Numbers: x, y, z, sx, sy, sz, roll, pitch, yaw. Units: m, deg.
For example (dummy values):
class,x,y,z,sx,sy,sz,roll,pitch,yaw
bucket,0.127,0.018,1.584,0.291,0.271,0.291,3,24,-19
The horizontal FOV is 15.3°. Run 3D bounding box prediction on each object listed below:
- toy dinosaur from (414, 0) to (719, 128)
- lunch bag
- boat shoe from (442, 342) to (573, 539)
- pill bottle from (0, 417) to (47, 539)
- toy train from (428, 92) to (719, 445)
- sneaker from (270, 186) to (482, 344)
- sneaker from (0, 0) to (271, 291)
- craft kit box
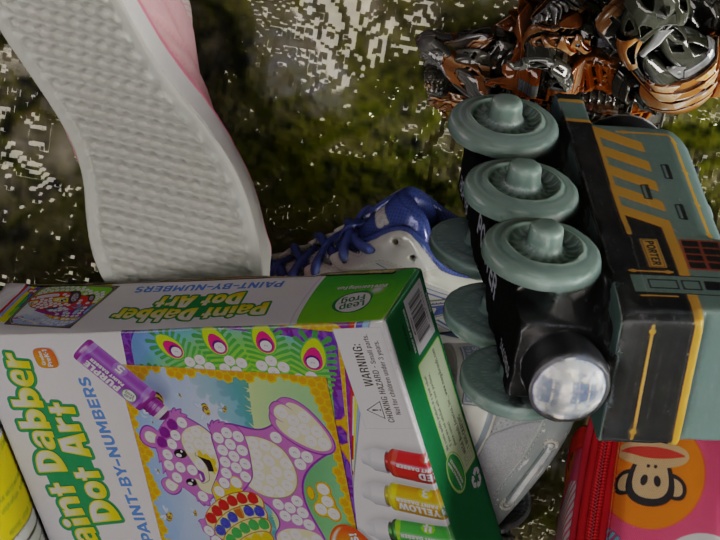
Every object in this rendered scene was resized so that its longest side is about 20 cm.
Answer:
class,x,y,z,sx,sy,sz,roll,pitch,yaw
toy dinosaur,0.121,-0.113,1.128,0.199,0.102,0.136,-20,129,-1
lunch bag,0.123,0.115,1.133,0.081,0.200,0.177,8,75,6
boat shoe,0.041,0.101,1.180,0.071,0.070,0.201,12,145,-12
pill bottle,-0.188,0.127,1.153,0.109,0.109,0.201,-13,110,12
toy train,0.092,-0.004,1.059,0.113,0.200,0.086,4,120,-8
sneaker,0.000,0.000,1.176,0.199,0.075,0.089,0,123,-3
sneaker,-0.088,-0.063,1.150,0.075,0.105,0.201,-24,99,13
craft kit box,-0.044,0.094,1.123,0.197,0.049,0.201,-1,122,29
